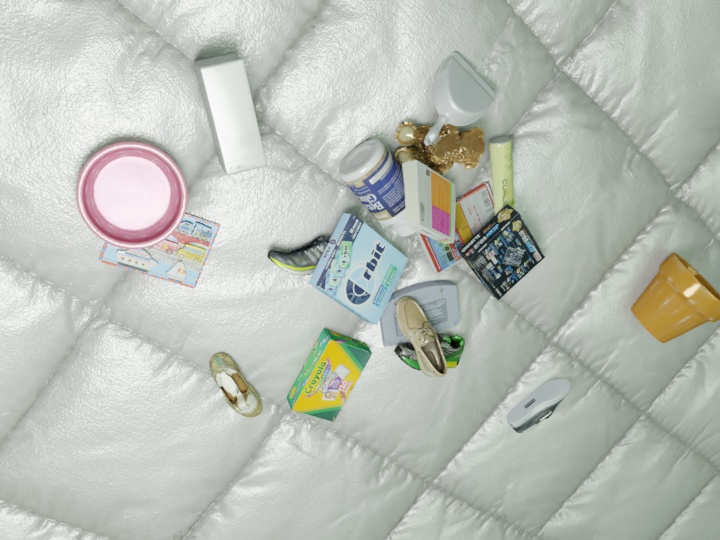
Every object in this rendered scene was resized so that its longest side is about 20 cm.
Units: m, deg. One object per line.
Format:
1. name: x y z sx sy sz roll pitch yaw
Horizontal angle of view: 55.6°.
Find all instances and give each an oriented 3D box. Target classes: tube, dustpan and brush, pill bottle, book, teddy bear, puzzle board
1. tube: 0.326 -0.202 1.558 0.058 0.052 0.201 -10 118 -1
2. dustpan and brush: 0.189 -0.337 1.416 0.139 0.057 0.200 40 60 -17
3. pill bottle: 0.054 -0.167 1.438 0.111 0.111 0.200 -42 120 2
4. book: 0.147 -0.137 1.427 0.200 0.048 0.134 18 67 -61
5. teddy bear: 0.165 -0.268 1.467 0.199 0.067 0.146 -20 100 -10
6. puzzle board: -0.402 -0.055 1.376 0.199 0.017 0.151 18 105 -25

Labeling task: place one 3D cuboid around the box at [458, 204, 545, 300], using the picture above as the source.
1. box: 0.335 -0.038 1.607 0.159 0.046 0.200 -44 136 2

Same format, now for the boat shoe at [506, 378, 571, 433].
1. boat shoe: 0.496 0.374 1.864 0.200 0.072 0.068 -38 118 2

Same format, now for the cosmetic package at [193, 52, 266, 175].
1. cosmetic package: -0.244 -0.293 1.276 0.084 0.108 0.201 -15 118 -13

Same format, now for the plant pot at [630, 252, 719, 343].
1. plant pot: 0.829 0.087 1.803 0.200 0.201 0.183 30 116 -28

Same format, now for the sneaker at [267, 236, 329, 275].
1. sneaker: -0.105 -0.035 1.470 0.199 0.074 0.081 4 105 -29

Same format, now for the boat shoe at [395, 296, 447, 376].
1. boat shoe: 0.146 0.152 1.569 0.072 0.065 0.201 -24 95 -22

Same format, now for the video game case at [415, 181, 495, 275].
1. video game case: 0.233 -0.096 1.589 0.199 0.017 0.143 -31 120 -6

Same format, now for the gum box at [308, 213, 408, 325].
1. gum box: 0.000 0.000 1.478 0.200 0.044 0.170 36 76 -42

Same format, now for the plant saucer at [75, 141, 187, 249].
1. plant saucer: -0.431 -0.143 1.293 0.200 0.051 0.202 -5 104 -19

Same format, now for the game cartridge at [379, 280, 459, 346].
1. game cartridge: 0.139 0.097 1.631 0.199 0.040 0.134 -15 121 -13

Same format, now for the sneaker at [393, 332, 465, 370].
1. sneaker: 0.166 0.185 1.651 0.199 0.078 0.086 1 120 -35

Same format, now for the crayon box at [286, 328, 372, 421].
1. crayon box: -0.074 0.247 1.606 0.118 0.058 0.201 22 104 -27

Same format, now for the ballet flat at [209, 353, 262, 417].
1. ballet flat: -0.278 0.274 1.540 0.070 0.071 0.201 -29 120 -6
